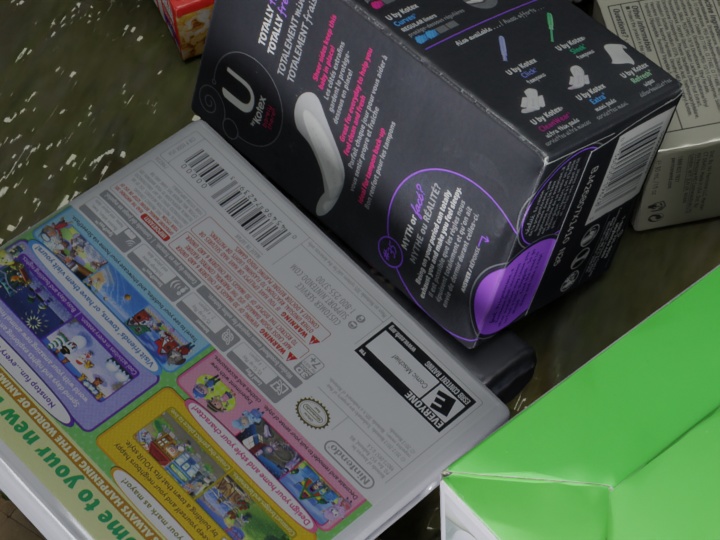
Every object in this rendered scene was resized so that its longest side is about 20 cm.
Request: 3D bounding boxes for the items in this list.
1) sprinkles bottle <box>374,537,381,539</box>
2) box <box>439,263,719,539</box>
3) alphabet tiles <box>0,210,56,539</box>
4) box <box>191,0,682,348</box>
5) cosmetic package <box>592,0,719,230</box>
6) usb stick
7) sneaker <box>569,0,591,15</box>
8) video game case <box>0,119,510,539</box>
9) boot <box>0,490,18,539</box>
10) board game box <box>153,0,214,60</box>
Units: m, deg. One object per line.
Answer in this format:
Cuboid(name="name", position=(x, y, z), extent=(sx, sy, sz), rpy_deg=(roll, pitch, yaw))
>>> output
Cuboid(name="sprinkles bottle", position=(-0.076, 0.161, 0.815), extent=(0.200, 0.068, 0.068), rpy_deg=(-11, 57, -26))
Cuboid(name="box", position=(0.133, 0.094, 0.817), extent=(0.200, 0.177, 0.097), rpy_deg=(-34, 63, -18))
Cuboid(name="alphabet tiles", position=(-0.143, 0.057, 0.887), extent=(0.200, 0.006, 0.166), rpy_deg=(26, 66, 33))
Cuboid(name="box", position=(0.031, -0.081, 0.945), extent=(0.200, 0.122, 0.106), rpy_deg=(41, 46, 23))
Cuboid(name="cosmetic package", position=(0.221, -0.095, 0.992), extent=(0.200, 0.071, 0.105), rpy_deg=(-9, 59, -3))
Cuboid(name="usb stick", position=(0.000, 0.000, 0.965), extent=(0.055, 0.033, 0.200), rpy_deg=(-39, 64, -22))
Cuboid(name="sneaker", position=(0.108, -0.182, 1.040), extent=(0.200, 0.071, 0.098), rpy_deg=(-29, 84, -17))
Cuboid(name="video game case", position=(-0.069, 0.047, 0.837), extent=(0.182, 0.022, 0.200), rpy_deg=(-36, 69, -29))
Cuboid(name="boot", position=(-0.114, 0.100, 0.892), extent=(0.175, 0.066, 0.200), rpy_deg=(8, 57, 21))
Cuboid(name="board game box", position=(-0.035, -0.215, 1.091), extent=(0.200, 0.046, 0.152), rpy_deg=(-23, 61, -12))
